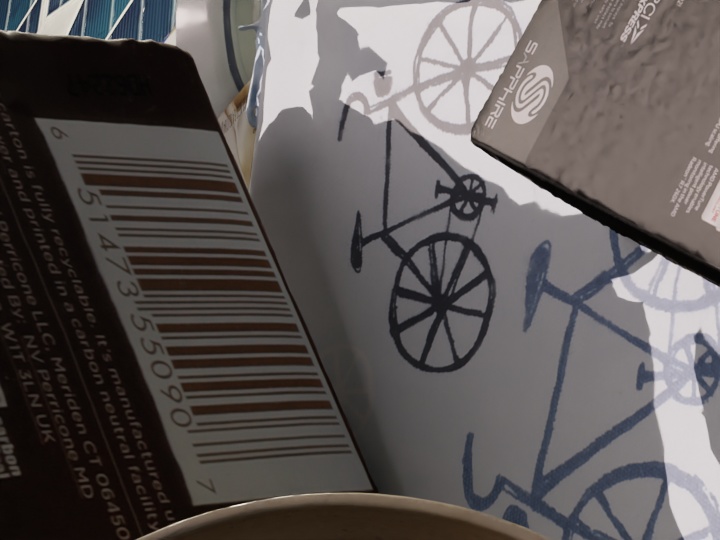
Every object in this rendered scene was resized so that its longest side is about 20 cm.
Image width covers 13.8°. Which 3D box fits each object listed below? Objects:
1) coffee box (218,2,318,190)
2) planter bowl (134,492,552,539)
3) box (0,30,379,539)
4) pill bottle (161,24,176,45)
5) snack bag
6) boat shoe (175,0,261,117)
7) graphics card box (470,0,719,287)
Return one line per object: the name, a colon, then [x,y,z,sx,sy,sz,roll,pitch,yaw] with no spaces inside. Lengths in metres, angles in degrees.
coffee box: [0.000,0.000,0.925,0.200,0.079,0.115,141,123,-66]
planter bowl: [-0.002,0.162,0.660,0.135,0.200,0.201,85,-153,-71]
box: [-0.129,0.056,0.769,0.200,0.164,0.166,-35,71,31]
pill bottle: [-0.065,-0.015,1.172,0.200,0.116,0.116,-45,24,42]
snack bag: [0.038,0.017,0.770,0.200,0.021,0.189,2,83,40]
boat shoe: [0.004,-0.083,1.017,0.200,0.065,0.074,-17,-79,-65]
graphics card box: [0.127,-0.041,0.653,0.200,0.051,0.126,30,93,44]
